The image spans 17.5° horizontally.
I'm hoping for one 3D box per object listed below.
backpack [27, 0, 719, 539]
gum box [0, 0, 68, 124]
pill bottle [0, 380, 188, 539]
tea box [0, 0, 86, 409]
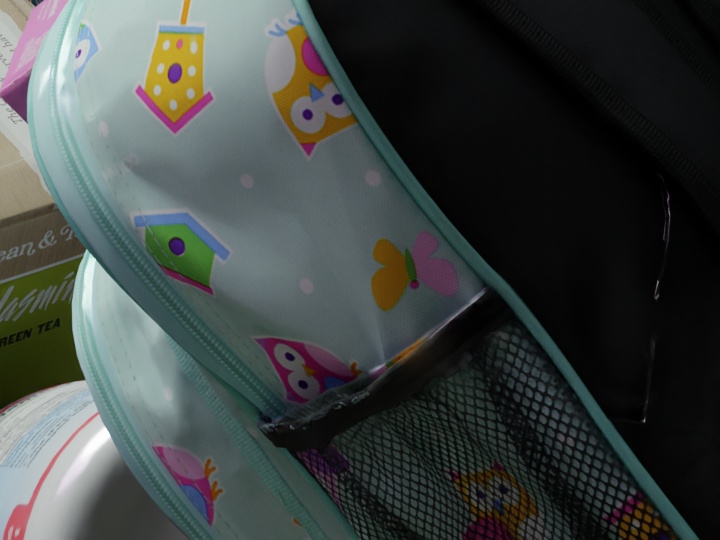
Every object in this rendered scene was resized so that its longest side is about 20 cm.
[{"bbox_3d":[0.023,-0.013,0.523,0.153,0.200,0.176,-25,15,37],"label":"backpack"},{"bbox_3d":[0.012,-0.023,0.656,0.113,0.200,0.066,-36,21,18],"label":"gum box"},{"bbox_3d":[-0.064,0.084,0.660,0.109,0.109,0.200,-40,10,-21],"label":"pill bottle"},{"bbox_3d":[-0.185,-0.008,0.788,0.133,0.200,0.197,-21,-35,-38],"label":"tea box"}]
